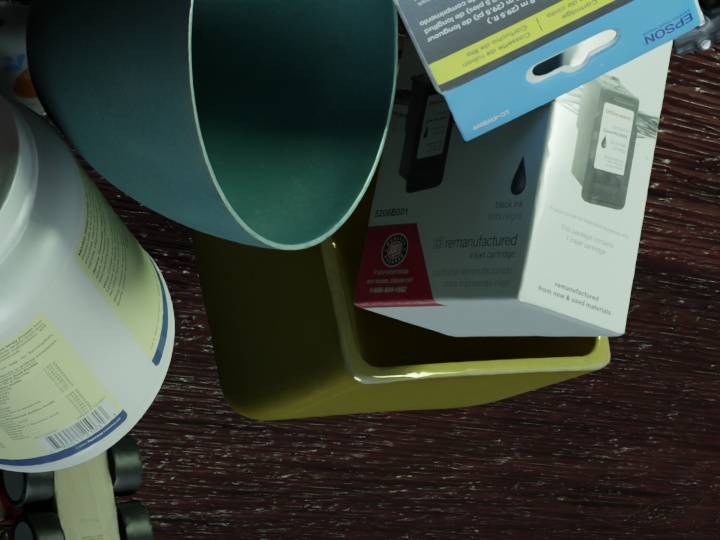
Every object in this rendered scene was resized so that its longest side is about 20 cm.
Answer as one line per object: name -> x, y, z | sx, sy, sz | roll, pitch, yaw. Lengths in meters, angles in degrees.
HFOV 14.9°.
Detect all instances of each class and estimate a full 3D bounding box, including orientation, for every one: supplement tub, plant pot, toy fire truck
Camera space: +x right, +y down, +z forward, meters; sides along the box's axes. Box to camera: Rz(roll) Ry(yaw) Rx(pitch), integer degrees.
supplement tub -> -0.189, 0.000, 1.387 | 0.144, 0.146, 0.200 | -21, 148, 7
plant pot -> 0.000, 0.000, 1.683 | 0.194, 0.196, 0.200 | -2, 162, -36
toy fire truck -> -0.250, 0.218, 2.034 | 0.128, 0.177, 0.200 | -5, 169, -31
plant pot -> -0.086, -0.114, 1.370 | 0.134, 0.202, 0.200 | 3, 170, 30

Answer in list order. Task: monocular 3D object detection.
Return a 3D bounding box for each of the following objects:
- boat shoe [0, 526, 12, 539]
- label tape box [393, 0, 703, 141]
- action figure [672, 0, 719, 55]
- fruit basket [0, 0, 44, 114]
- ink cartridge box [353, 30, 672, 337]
boat shoe -> -0.233, 0.248, 2.228 | 0.199, 0.071, 0.091 | 8, 151, -44
label tape box -> 0.074, -0.177, 1.367 | 0.143, 0.066, 0.200 | -26, 136, 4
action figure -> 0.238, -0.153, 1.617 | 0.199, 0.105, 0.194 | -24, 148, 9
fruit basket -> -0.246, -0.072, 1.435 | 0.185, 0.094, 0.200 | 7, 144, -47
ink cartridge box -> 0.085, -0.070, 1.497 | 0.083, 0.202, 0.145 | 18, 167, -36
